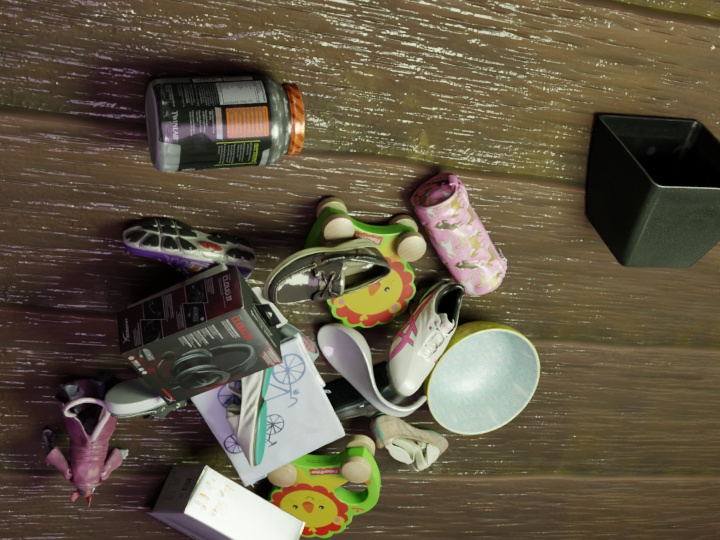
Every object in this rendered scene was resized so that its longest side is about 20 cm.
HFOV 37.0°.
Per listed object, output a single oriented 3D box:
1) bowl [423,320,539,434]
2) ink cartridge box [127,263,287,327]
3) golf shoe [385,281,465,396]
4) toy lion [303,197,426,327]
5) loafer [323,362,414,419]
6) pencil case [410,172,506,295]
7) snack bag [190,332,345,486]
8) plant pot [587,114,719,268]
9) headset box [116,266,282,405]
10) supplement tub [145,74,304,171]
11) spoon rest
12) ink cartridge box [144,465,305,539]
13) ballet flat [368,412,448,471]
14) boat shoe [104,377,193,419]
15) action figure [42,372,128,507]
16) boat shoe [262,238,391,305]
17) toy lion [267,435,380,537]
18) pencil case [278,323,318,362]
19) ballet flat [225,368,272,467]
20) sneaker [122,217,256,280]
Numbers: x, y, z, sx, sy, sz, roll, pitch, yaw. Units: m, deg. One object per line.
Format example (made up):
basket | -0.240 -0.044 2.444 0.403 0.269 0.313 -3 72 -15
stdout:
bowl | 0.183 0.158 1.772 0.199 0.108 0.202 -9 119 -16
ink cartridge box | -0.219 0.064 1.555 0.199 0.068 0.117 -23 143 8
golf shoe | 0.101 0.100 1.665 0.072 0.092 0.201 33 61 -19
toy lion | 0.000 0.000 1.655 0.199 0.069 0.193 13 119 -25
loafer | 0.004 0.214 1.759 0.199 0.073 0.073 -18 126 -9
pencil case | 0.153 -0.055 1.664 0.086 0.083 0.200 -43 123 -13
snack bag | -0.135 0.213 1.633 0.188 0.021 0.201 -27 114 0
plant pot | 0.468 -0.115 1.697 0.198 0.201 0.178 1 129 -21
headset box | -0.208 0.089 1.471 0.199 0.078 0.149 -20 141 6
supplement tub | -0.182 -0.198 1.440 0.198 0.123 0.123 -5 118 -18
spoon rest | 0.010 0.159 1.687 0.200 0.061 0.099 40 143 1
ink cartridge box | -0.221 0.394 1.725 0.199 0.175 0.084 36 63 -23
ballet flat | 0.085 0.299 1.812 0.068 0.068 0.199 -37 138 25
boat shoe | -0.297 0.188 1.580 0.200 0.068 0.057 -17 120 -59
action figure | -0.394 0.259 1.594 0.133 0.149 0.202 1 101 -25
boat shoe | -0.043 0.006 1.525 0.199 0.065 0.074 -22 130 -31
toy lion | -0.062 0.367 1.781 0.198 0.069 0.193 -6 125 13
pencil case | -0.150 0.176 1.671 0.090 0.083 0.200 28 104 -44
ballet flat | -0.165 0.189 1.577 0.069 0.069 0.202 1 108 -21
sneaker | -0.247 -0.013 1.542 0.199 0.081 0.084 16 118 -26
